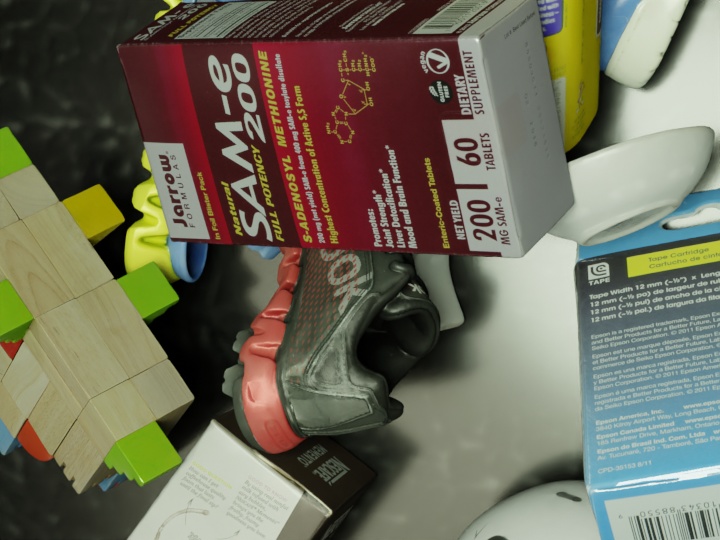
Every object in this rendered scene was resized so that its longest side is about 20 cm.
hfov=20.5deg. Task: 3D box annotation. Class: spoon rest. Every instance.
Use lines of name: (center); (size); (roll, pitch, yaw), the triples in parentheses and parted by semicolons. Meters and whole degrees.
spoon rest: (0.090, -0.031, 0.991); (0.200, 0.099, 0.061); (-32, 75, 42)

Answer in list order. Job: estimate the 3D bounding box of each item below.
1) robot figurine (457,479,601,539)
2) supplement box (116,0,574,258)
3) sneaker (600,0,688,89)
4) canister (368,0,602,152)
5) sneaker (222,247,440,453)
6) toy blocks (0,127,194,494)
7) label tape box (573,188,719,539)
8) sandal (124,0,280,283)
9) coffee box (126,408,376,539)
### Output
robot figurine: (0.118, 0.205, 0.999); (0.150, 0.125, 0.200); (-23, 88, 8)
supplement box: (-0.009, -0.069, 0.930); (0.200, 0.061, 0.109); (3, 118, 33)
sneaker: (0.135, -0.203, 0.997); (0.111, 0.077, 0.200); (25, 105, 1)
canister: (0.045, -0.157, 0.932); (0.148, 0.087, 0.200); (17, 138, 20)
sneaker: (0.000, 0.000, 1.009); (0.098, 0.071, 0.201); (-2, 56, 24)
toy blocks: (-0.169, 0.045, 1.058); (0.200, 0.100, 0.137); (54, 146, 11)
label tape box: (0.182, 0.044, 0.975); (0.143, 0.200, 0.066); (-10, 128, 13)
sandal: (-0.069, -0.084, 1.058); (0.087, 0.079, 0.200); (9, 104, 10)
coffee box: (-0.088, 0.171, 1.053); (0.080, 0.113, 0.200); (37, 101, 8)
